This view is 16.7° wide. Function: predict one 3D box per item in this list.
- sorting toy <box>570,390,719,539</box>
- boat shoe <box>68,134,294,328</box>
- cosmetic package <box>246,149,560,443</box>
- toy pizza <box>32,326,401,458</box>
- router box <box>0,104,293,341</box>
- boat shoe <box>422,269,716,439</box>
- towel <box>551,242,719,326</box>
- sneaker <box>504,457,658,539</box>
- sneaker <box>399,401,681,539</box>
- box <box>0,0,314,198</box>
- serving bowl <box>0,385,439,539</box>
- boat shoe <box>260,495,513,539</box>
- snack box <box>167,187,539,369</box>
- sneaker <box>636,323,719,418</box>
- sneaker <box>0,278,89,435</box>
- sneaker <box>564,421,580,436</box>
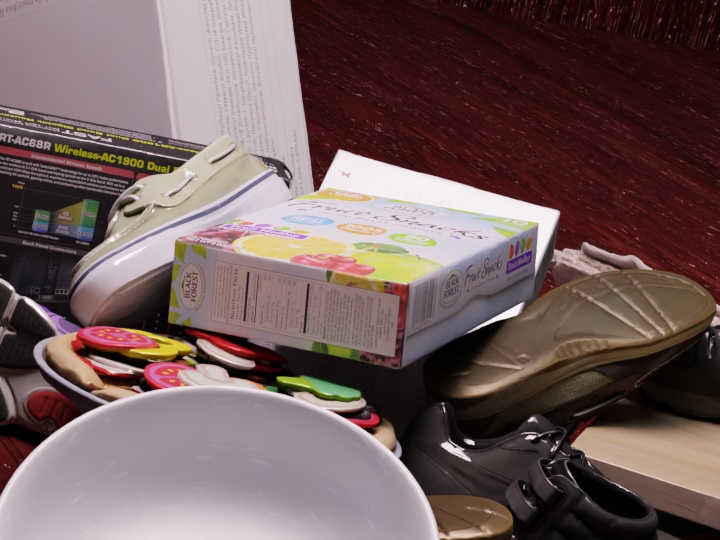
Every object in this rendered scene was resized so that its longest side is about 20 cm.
[{"bbox_3d":[0.229,0.143,1.442,0.199,0.070,0.199,17,14,14],"label":"sorting toy"},{"bbox_3d":[-0.113,-0.022,1.401,0.062,0.072,0.200,46,32,7],"label":"boat shoe"},{"bbox_3d":[0.022,0.029,1.504,0.150,0.052,0.200,18,54,10],"label":"cosmetic package"},{"bbox_3d":[-0.072,0.060,1.277,0.199,0.032,0.200,16,8,-2],"label":"toy pizza"},{"bbox_3d":[-0.154,-0.010,1.513,0.199,0.151,0.062,11,13,-11],"label":"router box"},{"bbox_3d":[0.121,0.057,1.434,0.200,0.066,0.072,-20,42,-30],"label":"boat shoe"},{"bbox_3d":[0.205,0.061,1.639,0.034,0.133,0.200,-32,35,-20],"label":"towel"},{"bbox_3d":[0.061,0.136,1.247,0.199,0.100,0.071,11,15,-5],"label":"sneaker"},{"bbox_3d":[0.108,0.129,1.327,0.199,0.091,0.076,17,1,6],"label":"sneaker"},{"bbox_3d":[-0.154,-0.115,1.707,0.198,0.201,0.130,-11,-5,42],"label":"box"},{"bbox_3d":[-0.065,0.142,1.088,0.199,0.066,0.201,3,42,-2],"label":"serving bowl"},{"bbox_3d":[-0.024,0.151,1.182,0.199,0.065,0.073,-4,13,10],"label":"boat shoe"},{"bbox_3d":[0.000,0.000,1.381,0.142,0.053,0.200,12,14,23],"label":"snack box"},{"bbox_3d":[0.245,0.053,1.494,0.199,0.082,0.073,15,16,10],"label":"sneaker"},{"bbox_3d":[-0.175,0.063,1.411,0.199,0.081,0.083,27,2,12],"label":"sneaker"},{"bbox_3d":[0.104,0.073,1.599,0.097,0.071,0.200,15,16,9],"label":"sneaker"}]
